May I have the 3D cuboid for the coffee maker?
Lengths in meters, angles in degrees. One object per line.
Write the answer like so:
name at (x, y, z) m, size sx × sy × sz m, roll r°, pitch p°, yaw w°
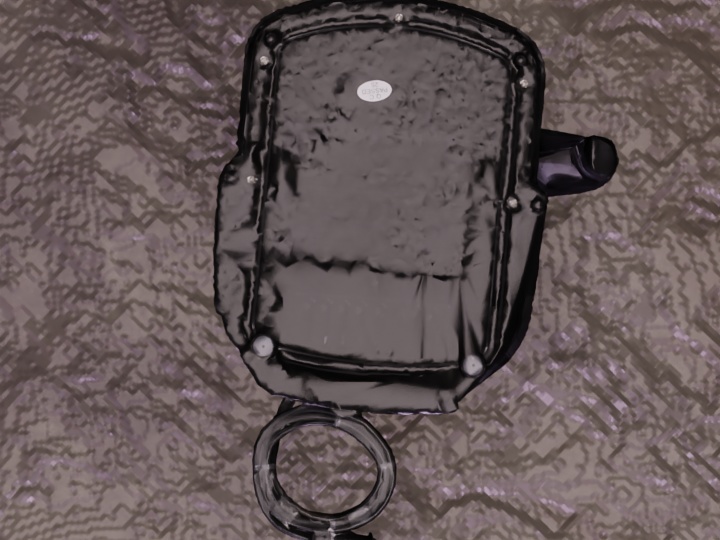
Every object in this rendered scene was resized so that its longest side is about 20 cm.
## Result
coffee maker at (0.000, 0.000, 0.931) m, size 0.135 × 0.200 × 0.192 m, roll 29°, pitch 88°, yaw 4°
